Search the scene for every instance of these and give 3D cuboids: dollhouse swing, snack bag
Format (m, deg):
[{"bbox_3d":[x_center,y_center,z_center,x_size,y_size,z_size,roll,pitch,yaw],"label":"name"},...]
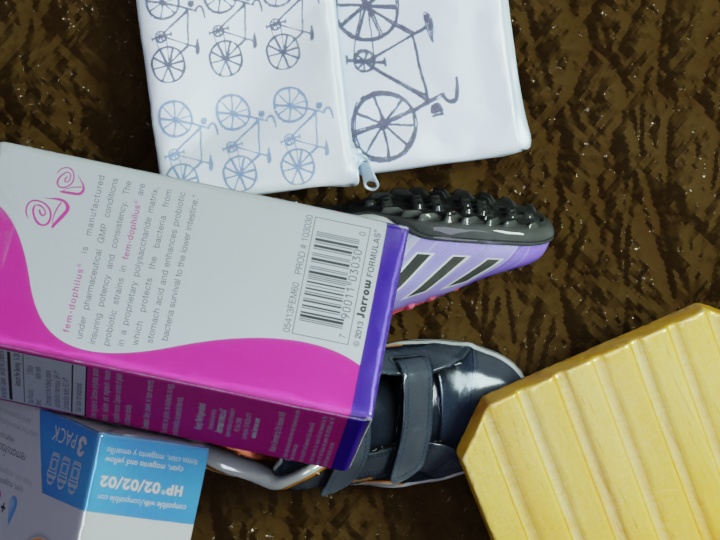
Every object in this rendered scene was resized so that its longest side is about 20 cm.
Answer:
[{"bbox_3d":[0.168,0.149,1.496,0.200,0.182,0.176,-23,123,-6],"label":"dollhouse swing"},{"bbox_3d":[-0.015,-0.134,1.527,0.200,0.021,0.189,-6,88,-5],"label":"snack bag"}]

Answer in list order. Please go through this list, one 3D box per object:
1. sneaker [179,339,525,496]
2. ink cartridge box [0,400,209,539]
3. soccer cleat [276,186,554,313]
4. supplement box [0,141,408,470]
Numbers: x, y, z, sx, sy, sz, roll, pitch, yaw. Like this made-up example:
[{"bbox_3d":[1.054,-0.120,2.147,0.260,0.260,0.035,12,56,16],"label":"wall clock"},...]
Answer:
[{"bbox_3d":[-0.007,0.077,1.522,0.200,0.079,0.079,-3,93,-7],"label":"sneaker"},{"bbox_3d":[-0.151,0.170,1.487,0.068,0.115,0.200,10,93,-35],"label":"ink cartridge box"},{"bbox_3d":[0.000,0.000,1.528,0.200,0.068,0.073,-3,105,-3],"label":"soccer cleat"},{"bbox_3d":[-0.088,0.019,1.430,0.200,0.103,0.101,13,71,-3],"label":"supplement box"}]
